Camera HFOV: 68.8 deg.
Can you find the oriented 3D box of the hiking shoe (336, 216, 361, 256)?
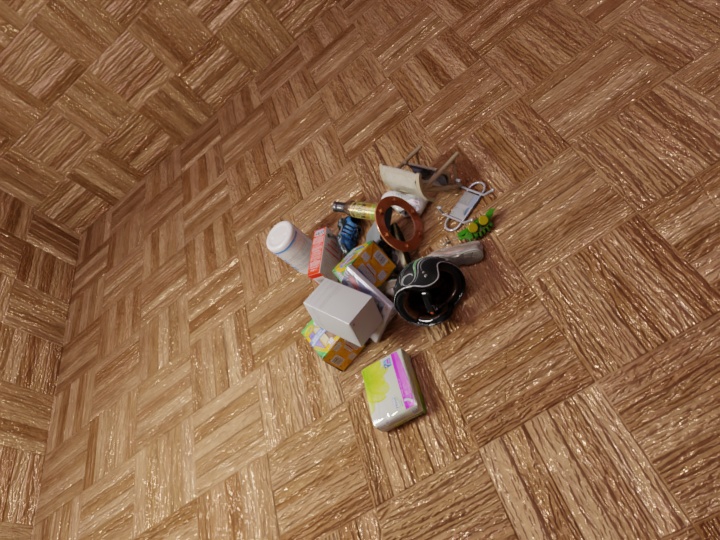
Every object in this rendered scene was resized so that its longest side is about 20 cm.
[{"bbox_3d":[-0.038,-0.135,1.960,0.086,0.074,0.201,-27,48,24],"label":"hiking shoe"}]

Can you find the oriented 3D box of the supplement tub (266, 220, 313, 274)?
[{"bbox_3d":[-0.249,-0.086,2.010,0.131,0.200,0.133,-21,49,27],"label":"supplement tub"}]

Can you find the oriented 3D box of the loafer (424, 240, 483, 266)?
[{"bbox_3d":[0.289,-0.046,1.645,0.199,0.072,0.063,-12,37,26],"label":"loafer"}]

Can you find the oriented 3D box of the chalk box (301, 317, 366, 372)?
[{"bbox_3d":[-0.098,0.212,1.737,0.124,0.124,0.200,-48,44,2],"label":"chalk box"}]

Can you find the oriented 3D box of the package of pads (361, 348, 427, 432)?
[{"bbox_3d":[0.090,0.348,1.528,0.154,0.068,0.201,-32,45,18],"label":"package of pads"}]

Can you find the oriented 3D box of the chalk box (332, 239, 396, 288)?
[{"bbox_3d":[0.000,0.000,1.757,0.124,0.125,0.200,-47,12,-26],"label":"chalk box"}]

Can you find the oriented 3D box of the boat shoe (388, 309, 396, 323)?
[{"bbox_3d":[0.027,0.139,1.731,0.201,0.075,0.065,-1,23,42],"label":"boat shoe"}]

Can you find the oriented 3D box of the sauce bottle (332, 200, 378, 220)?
[{"bbox_3d":[-0.007,-0.226,1.960,0.199,0.065,0.065,8,66,20],"label":"sauce bottle"}]

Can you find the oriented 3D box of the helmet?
[{"bbox_3d":[0.202,0.052,1.553,0.199,0.201,0.191,-10,28,35],"label":"helmet"}]

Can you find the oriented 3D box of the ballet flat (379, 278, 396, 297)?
[{"bbox_3d":[0.131,0.052,1.705,0.199,0.069,0.070,-20,51,29],"label":"ballet flat"}]

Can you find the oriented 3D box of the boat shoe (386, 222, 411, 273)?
[{"bbox_3d":[0.121,-0.078,1.793,0.066,0.072,0.202,-25,53,17],"label":"boat shoe"}]

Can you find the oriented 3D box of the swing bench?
[{"bbox_3d":[0.205,-0.323,1.791,0.199,0.130,0.199,-31,36,-25],"label":"swing bench"}]

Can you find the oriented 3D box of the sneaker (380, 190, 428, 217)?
[{"bbox_3d":[0.147,-0.237,1.882,0.199,0.070,0.081,8,70,42],"label":"sneaker"}]

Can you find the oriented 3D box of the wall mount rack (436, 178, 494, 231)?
[{"bbox_3d":[0.345,-0.216,1.699,0.173,0.075,0.201,31,84,47],"label":"wall mount rack"}]

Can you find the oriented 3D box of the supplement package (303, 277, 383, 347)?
[{"bbox_3d":[-0.052,0.125,1.601,0.199,0.118,0.117,21,57,39],"label":"supplement package"}]

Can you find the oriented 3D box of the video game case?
[{"bbox_3d":[0.009,0.106,1.654,0.023,0.183,0.200,-29,62,-38],"label":"video game case"}]

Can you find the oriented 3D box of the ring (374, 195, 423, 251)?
[{"bbox_3d":[0.133,-0.159,1.749,0.019,0.200,0.202,-30,43,50],"label":"ring"}]

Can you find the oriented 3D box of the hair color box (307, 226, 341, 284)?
[{"bbox_3d":[-0.129,-0.045,1.948,0.064,0.111,0.201,-14,53,32],"label":"hair color box"}]

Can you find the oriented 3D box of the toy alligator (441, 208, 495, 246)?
[{"bbox_3d":[0.348,-0.117,1.640,0.200,0.059,0.054,-37,87,3],"label":"toy alligator"}]

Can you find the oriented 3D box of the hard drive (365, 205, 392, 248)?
[{"bbox_3d":[0.057,-0.116,1.819,0.200,0.033,0.140,124,159,-59],"label":"hard drive"}]
